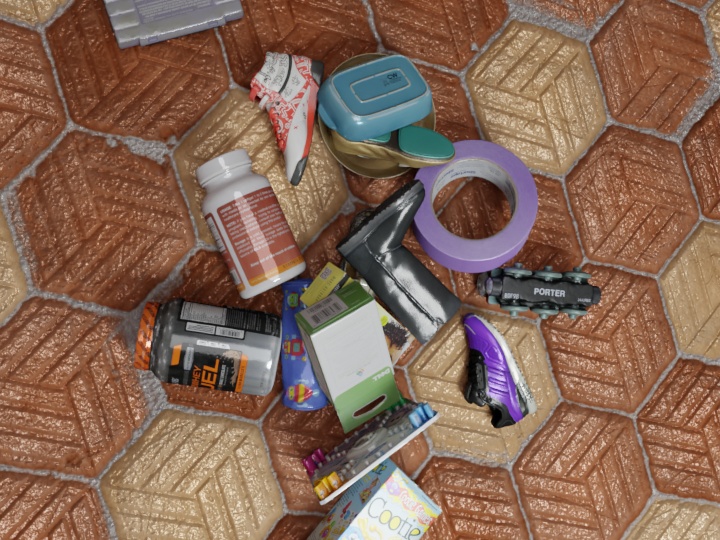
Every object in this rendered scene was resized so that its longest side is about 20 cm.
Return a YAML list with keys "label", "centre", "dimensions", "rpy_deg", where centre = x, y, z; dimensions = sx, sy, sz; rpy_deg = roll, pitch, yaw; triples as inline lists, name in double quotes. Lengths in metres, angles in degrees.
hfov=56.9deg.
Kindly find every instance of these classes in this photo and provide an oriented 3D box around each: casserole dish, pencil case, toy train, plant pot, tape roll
- label: "casserole dish"
  centre: [0.027, -0.272, 1.017]
  dimensions: [0.198, 0.039, 0.122]
  rpy_deg: [-25, 72, -25]
- label: "pencil case"
  centre: [-0.083, 0.114, 1.024]
  dimensions: [0.077, 0.087, 0.204]
  rpy_deg: [-1, 88, 23]
- label: "toy train"
  centre: [0.289, 0.032, 1.092]
  dimensions: [0.196, 0.114, 0.087]
  rpy_deg: [4, 91, -11]
- label: "plant pot"
  centre: [0.025, -0.250, 1.083]
  dimensions: [0.196, 0.027, 0.204]
  rpy_deg: [0, 89, -13]
- label: "tape roll"
  centre: [0.178, -0.102, 1.058]
  dimensions: [0.196, 0.066, 0.204]
  rpy_deg: [-1, 73, 4]

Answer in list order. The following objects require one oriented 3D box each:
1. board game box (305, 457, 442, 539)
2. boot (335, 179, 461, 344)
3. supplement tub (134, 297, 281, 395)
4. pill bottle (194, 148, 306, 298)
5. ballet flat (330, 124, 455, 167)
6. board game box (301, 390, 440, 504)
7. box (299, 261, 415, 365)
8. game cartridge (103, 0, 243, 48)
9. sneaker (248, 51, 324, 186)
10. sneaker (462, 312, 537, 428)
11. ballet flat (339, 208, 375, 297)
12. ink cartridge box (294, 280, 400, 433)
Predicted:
- label: "board game box"
  centre: [0.013, 0.400, 1.025]
  dimensions: [0.103, 0.105, 0.200]
  rpy_deg: [44, 81, -9]
- label: "boot"
  centre: [0.085, -0.011, 0.993]
  dimensions: [0.164, 0.066, 0.200]
  rpy_deg: [-39, 102, 15]
- label: "supplement tub"
  centre: [-0.220, 0.110, 0.970]
  dimensions: [0.196, 0.122, 0.125]
  rpy_deg: [10, 87, -11]
- label: "pill bottle"
  centre: [-0.167, -0.071, 0.991]
  dimensions: [0.111, 0.112, 0.203]
  rpy_deg: [-24, 94, -12]
- label: "ballet flat"
  centre: [0.049, -0.197, 1.041]
  dimensions: [0.197, 0.063, 0.070]
  rpy_deg: [14, 61, -6]
- label: "board game box"
  centre: [0.006, 0.249, 0.977]
  dimensions: [0.199, 0.200, 0.026]
  rpy_deg: [-35, 92, -11]
- label: "box"
  centre: [0.000, 0.074, 1.007]
  dimensions: [0.076, 0.050, 0.200]
  rpy_deg: [-51, 130, -4]
- label: "game cartridge"
  centre: [-0.290, -0.423, 1.013]
  dimensions: [0.197, 0.038, 0.132]
  rpy_deg: [-19, 97, -13]
- label: "sneaker"
  centre: [-0.125, -0.238, 1.029]
  dimensions: [0.106, 0.067, 0.205]
  rpy_deg: [11, 83, -11]
- label: "sneaker"
  centre: [0.206, 0.172, 1.093]
  dimensions: [0.099, 0.070, 0.202]
  rpy_deg: [-30, 95, -9]
- label: "ballet flat"
  centre: [0.000, 0.000, 1.050]
  dimensions: [0.071, 0.072, 0.204]
  rpy_deg: [10, 87, -12]
- label: "ink cartridge box"
  centre: [-0.015, 0.127, 0.953]
  dimensions: [0.103, 0.059, 0.202]
  rpy_deg: [-28, 127, -17]
